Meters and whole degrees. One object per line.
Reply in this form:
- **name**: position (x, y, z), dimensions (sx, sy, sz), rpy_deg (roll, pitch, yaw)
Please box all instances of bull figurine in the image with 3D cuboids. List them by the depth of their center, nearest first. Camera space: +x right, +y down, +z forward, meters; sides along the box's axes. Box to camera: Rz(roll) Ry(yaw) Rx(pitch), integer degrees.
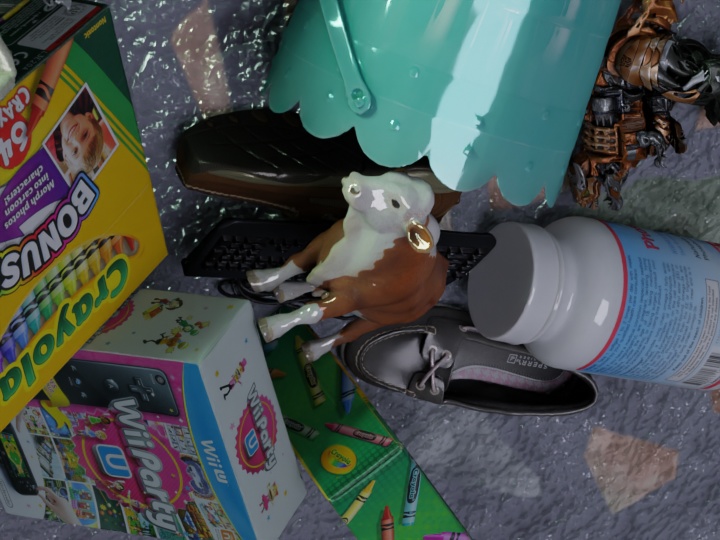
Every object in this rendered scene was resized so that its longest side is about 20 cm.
- **bull figurine**: position (0.000, 0.000, 0.952), dimensions (0.121, 0.065, 0.200), rpy_deg (-23, 163, 6)

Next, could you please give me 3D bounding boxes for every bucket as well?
- **bucket**: position (0.050, -0.136, 0.952), dimensions (0.207, 0.207, 0.135), rpy_deg (12, 105, -29)

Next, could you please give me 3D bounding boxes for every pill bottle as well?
- **pill bottle**: position (0.181, 0.021, 1.145), dimensions (0.199, 0.109, 0.109), rpy_deg (10, 110, -29)

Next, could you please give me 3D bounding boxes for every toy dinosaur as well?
- **toy dinosaur**: position (0.208, -0.131, 1.097), dimensions (0.135, 0.102, 0.200), rpy_deg (12, 131, -12)

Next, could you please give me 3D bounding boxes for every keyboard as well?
- **keyboard**: position (-0.015, 0.005, 1.053), dimensions (0.199, 0.040, 0.104), rpy_deg (3, 157, -26)

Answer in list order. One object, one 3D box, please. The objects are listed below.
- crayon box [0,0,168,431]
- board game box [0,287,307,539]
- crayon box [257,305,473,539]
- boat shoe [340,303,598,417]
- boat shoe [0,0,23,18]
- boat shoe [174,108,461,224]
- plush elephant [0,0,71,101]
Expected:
- **crayon box**: position (-0.193, -0.022, 0.860), dimensions (0.200, 0.058, 0.173), rpy_deg (-51, 144, -39)
- **board game box**: position (-0.146, 0.086, 0.975), dimensions (0.064, 0.199, 0.148), rpy_deg (-54, 138, -46)
- **crayon box**: position (-0.006, 0.118, 1.049), dimensions (0.058, 0.200, 0.119), rpy_deg (-37, 124, -4)
- **boat shoe**: position (0.084, 0.068, 1.153), dimensions (0.199, 0.057, 0.067), rpy_deg (8, 111, -28)
- **boat shoe**: position (-0.257, -0.122, 0.899), dimensions (0.199, 0.057, 0.069), rpy_deg (-18, 121, -17)
- **boat shoe**: position (-0.021, -0.052, 1.036), dimensions (0.199, 0.076, 0.074), rpy_deg (2, 127, -24)
- **plush elephant**: position (-0.228, -0.150, 0.775), dimensions (0.200, 0.164, 0.155), rpy_deg (47, 66, -43)
